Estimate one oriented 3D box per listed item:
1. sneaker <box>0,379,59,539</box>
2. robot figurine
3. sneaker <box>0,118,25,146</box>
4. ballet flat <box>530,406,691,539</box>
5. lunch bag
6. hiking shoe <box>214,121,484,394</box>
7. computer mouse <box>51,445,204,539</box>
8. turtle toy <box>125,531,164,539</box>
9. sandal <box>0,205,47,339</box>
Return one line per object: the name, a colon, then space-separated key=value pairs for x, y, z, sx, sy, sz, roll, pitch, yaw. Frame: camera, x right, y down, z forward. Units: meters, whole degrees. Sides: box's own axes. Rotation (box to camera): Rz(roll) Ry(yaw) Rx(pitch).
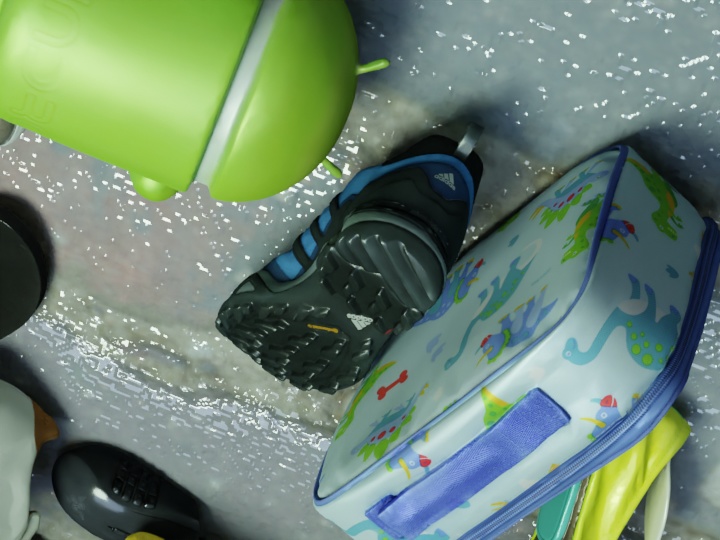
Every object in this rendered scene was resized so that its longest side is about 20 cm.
sneaker: x=-0.220 y=0.159 z=1.103 sx=0.085 sy=0.200 sz=0.073 roll=30 pitch=170 yaw=-39
robot figurine: x=-0.090 y=-0.102 z=0.906 sx=0.200 sy=0.116 sz=0.176 roll=21 pitch=140 yaw=-5
sneaker: x=-0.262 y=-0.096 z=0.996 sx=0.200 sy=0.082 sz=0.077 roll=19 pitch=127 yaw=6
ballet flat: x=0.109 y=0.150 z=1.022 sx=0.067 sy=0.067 sz=0.200 roll=20 pitch=101 yaw=-17
lunch bag: x=0.071 y=0.048 z=0.934 sx=0.082 sy=0.161 sz=0.200 roll=41 pitch=126 yaw=-11
hiking shoe: x=0.000 y=0.000 z=0.981 sx=0.074 sy=0.087 sz=0.200 roll=41 pitch=149 yaw=-12
computer mouse: x=-0.091 y=0.166 z=1.151 sx=0.200 sy=0.034 sz=0.059 roll=33 pitch=127 yaw=-6
turtle toy: x=-0.090 y=0.245 z=1.105 sx=0.200 sy=0.101 sz=0.146 roll=28 pitch=99 yaw=-11
sandal: x=-0.243 y=0.030 z=1.100 sx=0.200 sy=0.045 sz=0.075 roll=-31 pitch=108 yaw=33
